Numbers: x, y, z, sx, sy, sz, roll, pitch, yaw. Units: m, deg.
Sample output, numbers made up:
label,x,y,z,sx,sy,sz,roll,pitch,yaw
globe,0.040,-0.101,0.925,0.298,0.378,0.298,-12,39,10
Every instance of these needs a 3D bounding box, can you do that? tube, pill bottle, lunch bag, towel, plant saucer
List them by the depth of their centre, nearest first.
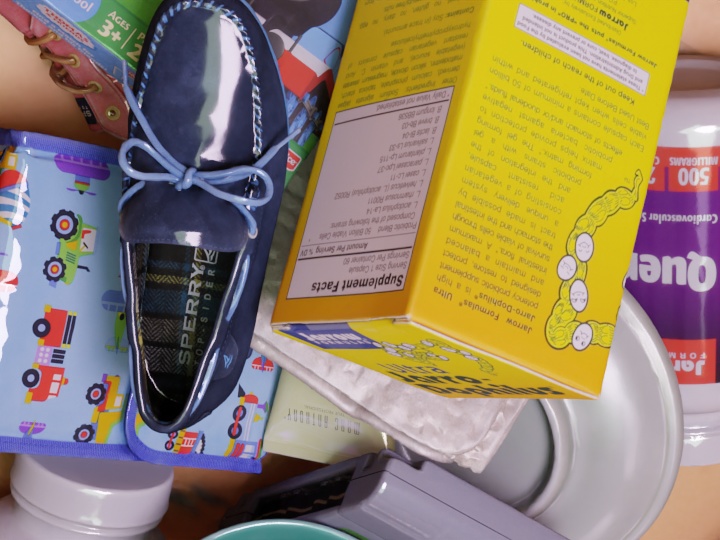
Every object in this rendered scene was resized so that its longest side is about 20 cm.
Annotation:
label,x,y,z,sx,sy,sz,roll,pitch,yaw
towel,0.007,-0.004,0.905,0.200,0.034,0.133,35,76,1
lunch bag,-0.111,0.019,0.950,0.200,0.094,0.151,10,91,-32
tube,0.000,0.000,0.954,0.052,0.058,0.200,11,89,-18
plant saucer,0.064,0.076,0.970,0.200,0.050,0.200,10,112,25
pill bottle,0.168,-0.005,0.979,0.112,0.112,0.200,-6,110,-7
pill bottle,-0.161,0.187,0.998,0.109,0.109,0.200,12,107,-13

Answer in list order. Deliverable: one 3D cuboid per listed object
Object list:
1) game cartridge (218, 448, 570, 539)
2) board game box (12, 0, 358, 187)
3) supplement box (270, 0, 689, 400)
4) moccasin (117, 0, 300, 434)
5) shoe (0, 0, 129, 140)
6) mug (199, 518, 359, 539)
label,x,y,z,sx,sy,sz,roll,pitch,yaw
game cartridge,0.021,0.147,0.976,0.133,0.200,0.040,27,66,-18
board game box,-0.042,-0.159,0.883,0.151,0.037,0.200,37,74,-11
supplement box,0.054,-0.053,0.830,0.110,0.109,0.200,23,75,-31
moccasin,-0.067,-0.022,0.825,0.080,0.068,0.200,2,109,8
shoe,-0.136,-0.114,0.915,0.200,0.071,0.091,10,102,-17
mug,-0.057,0.204,0.934,0.185,0.114,0.152,27,65,4
